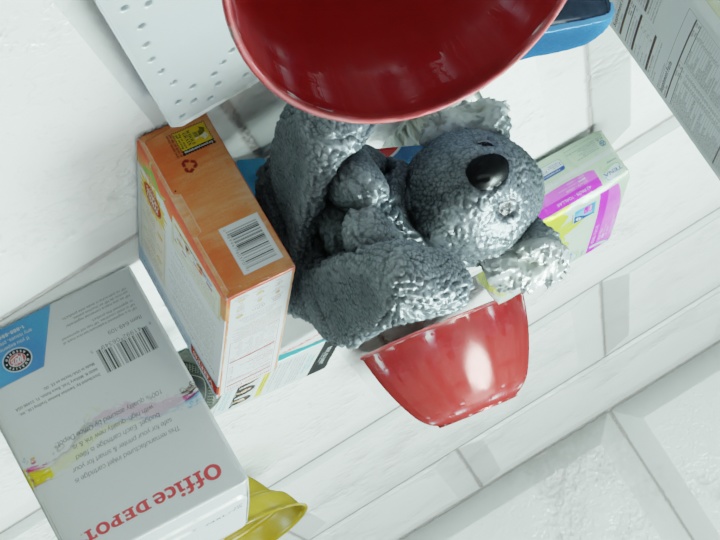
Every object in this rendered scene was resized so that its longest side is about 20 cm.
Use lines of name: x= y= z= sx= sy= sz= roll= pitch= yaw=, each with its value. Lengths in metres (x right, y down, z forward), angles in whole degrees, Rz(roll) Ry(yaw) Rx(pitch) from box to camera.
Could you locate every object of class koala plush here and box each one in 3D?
koala plush: x=0.044 y=-0.044 z=1.157 sx=0.200 sy=0.178 sz=0.184 roll=-20 pitch=167 yaw=-27

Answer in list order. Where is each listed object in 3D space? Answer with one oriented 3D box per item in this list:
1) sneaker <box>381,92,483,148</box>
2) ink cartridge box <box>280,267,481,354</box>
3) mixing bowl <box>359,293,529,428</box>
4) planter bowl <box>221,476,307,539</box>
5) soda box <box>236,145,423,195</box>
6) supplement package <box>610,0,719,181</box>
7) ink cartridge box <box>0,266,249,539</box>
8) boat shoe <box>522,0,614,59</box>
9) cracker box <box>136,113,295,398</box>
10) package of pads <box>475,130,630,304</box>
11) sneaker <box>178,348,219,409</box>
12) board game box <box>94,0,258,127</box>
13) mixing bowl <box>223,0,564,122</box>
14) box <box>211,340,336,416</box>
sneaker: x=0.060 y=-0.105 z=1.310 sx=0.080 sy=0.071 sz=0.200 roll=-26 pitch=163 yaw=-8
ink cartridge box: x=0.000 y=0.000 z=1.423 sx=0.200 sy=0.085 sz=0.145 roll=-18 pitch=172 yaw=-39
mixing bowl: x=0.112 y=0.108 z=1.837 sx=0.200 sy=0.109 sz=0.200 roll=-23 pitch=176 yaw=-2
planter bowl: x=-0.171 y=0.306 z=2.021 sx=0.200 sy=0.084 sz=0.200 roll=-29 pitch=162 yaw=-10
soda box: x=0.005 y=-0.050 z=1.257 sx=0.199 sy=0.068 sz=0.064 roll=-5 pitch=157 yaw=-10
supplement package: x=0.313 y=-0.191 z=1.278 sx=0.151 sy=0.200 sz=0.151 roll=-29 pitch=162 yaw=-10
ink cartridge box: x=-0.197 y=0.135 z=1.305 sx=0.146 sy=0.200 sz=0.146 roll=-27 pitch=162 yaw=-14
boat shoe: x=0.072 y=-0.176 z=1.130 sx=0.199 sy=0.069 sz=0.084 roll=-10 pitch=167 yaw=-22
cracker box: x=-0.107 y=-0.007 z=1.183 sx=0.058 sy=0.134 sz=0.200 roll=-25 pitch=162 yaw=-17
package of pads: x=0.187 y=-0.048 z=1.682 sx=0.154 sy=0.068 sz=0.200 roll=-30 pitch=162 yaw=-7
sneaker: x=-0.215 y=0.149 z=1.459 sx=0.199 sy=0.076 sz=0.114 roll=-31 pitch=-172 yaw=31
board game box: x=-0.053 y=-0.179 z=0.983 sx=0.200 sy=0.026 sz=0.200 roll=-31 pitch=162 yaw=-3
mixing bowl: x=0.008 y=-0.188 z=0.841 sx=0.200 sy=0.108 sz=0.201 roll=-14 pitch=130 yaw=-17
box: x=-0.117 y=0.093 z=1.583 sx=0.200 sy=0.049 sz=0.082 roll=-23 pitch=160 yaw=-27
